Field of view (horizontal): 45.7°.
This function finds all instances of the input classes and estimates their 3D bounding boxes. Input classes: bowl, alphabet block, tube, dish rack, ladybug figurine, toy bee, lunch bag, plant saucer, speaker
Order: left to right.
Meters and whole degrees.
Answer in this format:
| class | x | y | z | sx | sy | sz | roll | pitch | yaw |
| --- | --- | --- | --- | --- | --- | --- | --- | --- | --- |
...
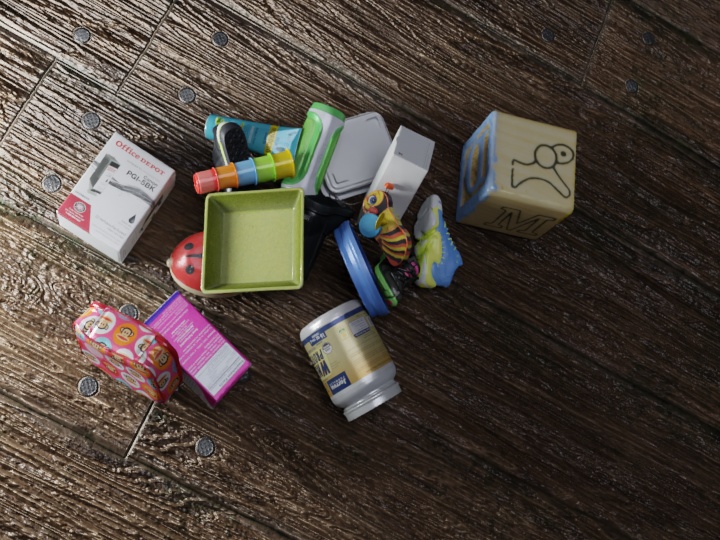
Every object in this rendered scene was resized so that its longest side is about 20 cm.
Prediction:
| class | x | y | z | sx | sy | sz | roll | pitch | yaw |
| --- | --- | --- | --- | --- | --- | --- | --- | --- | --- |
| lunch bag | -0.417 | 0.159 | 1.546 | 0.197 | 0.178 | 0.082 | 27 | 57 | 16 |
| ladybug figurine | -0.283 | -0.018 | 1.688 | 0.195 | 0.072 | 0.139 | -4 | 76 | -17 |
| tube | -0.221 | -0.275 | 1.757 | 0.195 | 0.050 | 0.079 | 14 | 89 | 9 |
| plant saucer | -0.200 | -0.050 | 1.630 | 0.195 | 0.048 | 0.205 | -3 | 71 | 7 |
| speaker | -0.099 | -0.239 | 1.768 | 0.087 | 0.088 | 0.204 | 21 | 90 | -8 |
| dish rack | -0.011 | -0.255 | 1.848 | 0.196 | 0.044 | 0.175 | -18 | 81 | -19 |
| bowl | 0.000 | 0.000 | 1.702 | 0.039 | 0.201 | 0.204 | -24 | 82 | 3 |
| toy bee | 0.040 | -0.113 | 1.676 | 0.199 | 0.131 | 0.109 | 42 | 105 | -9 |
| alphabet block | 0.335 | -0.201 | 1.848 | 0.195 | 0.196 | 0.200 | 12 | 73 | -12 |

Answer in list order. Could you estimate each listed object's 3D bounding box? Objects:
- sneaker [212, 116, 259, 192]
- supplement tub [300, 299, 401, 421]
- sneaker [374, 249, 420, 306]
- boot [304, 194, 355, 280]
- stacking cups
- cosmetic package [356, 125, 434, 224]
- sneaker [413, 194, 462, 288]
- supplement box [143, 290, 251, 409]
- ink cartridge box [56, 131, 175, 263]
| class | x | y | z | sx | sy | sz | roll | pitch | yaw |
| --- | --- | --- | --- | --- | --- | --- | --- | --- | --- |
| sneaker | -0.260 | -0.211 | 1.740 | 0.071 | 0.082 | 0.205 | -18 | 114 | -34 |
| supplement tub | -0.017 | 0.176 | 1.669 | 0.142 | 0.144 | 0.203 | -26 | 82 | -20 |
| sneaker | 0.078 | 0.003 | 1.723 | 0.082 | 0.201 | 0.078 | -18 | 113 | 15 |
| boot | -0.097 | -0.065 | 1.745 | 0.075 | 0.200 | 0.171 | 29 | 102 | 16 |
| stacking cups | -0.229 | -0.188 | 1.679 | 0.196 | 0.061 | 0.062 | -16 | 79 | -17 |
| cosmetic package | 0.071 | -0.179 | 1.753 | 0.083 | 0.201 | 0.109 | 25 | 45 | -7 |
| sneaker | 0.169 | -0.055 | 1.834 | 0.103 | 0.075 | 0.205 | 15 | 78 | -24 |
| supplement box | -0.313 | 0.153 | 1.616 | 0.200 | 0.101 | 0.103 | 45 | 68 | 0 |
| ink cartridge box | -0.473 | -0.143 | 1.664 | 0.145 | 0.083 | 0.202 | 31 | 69 | -4 |
